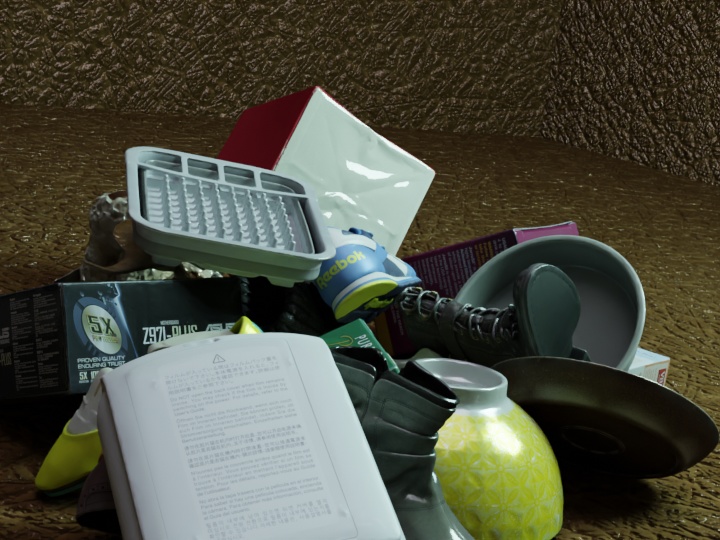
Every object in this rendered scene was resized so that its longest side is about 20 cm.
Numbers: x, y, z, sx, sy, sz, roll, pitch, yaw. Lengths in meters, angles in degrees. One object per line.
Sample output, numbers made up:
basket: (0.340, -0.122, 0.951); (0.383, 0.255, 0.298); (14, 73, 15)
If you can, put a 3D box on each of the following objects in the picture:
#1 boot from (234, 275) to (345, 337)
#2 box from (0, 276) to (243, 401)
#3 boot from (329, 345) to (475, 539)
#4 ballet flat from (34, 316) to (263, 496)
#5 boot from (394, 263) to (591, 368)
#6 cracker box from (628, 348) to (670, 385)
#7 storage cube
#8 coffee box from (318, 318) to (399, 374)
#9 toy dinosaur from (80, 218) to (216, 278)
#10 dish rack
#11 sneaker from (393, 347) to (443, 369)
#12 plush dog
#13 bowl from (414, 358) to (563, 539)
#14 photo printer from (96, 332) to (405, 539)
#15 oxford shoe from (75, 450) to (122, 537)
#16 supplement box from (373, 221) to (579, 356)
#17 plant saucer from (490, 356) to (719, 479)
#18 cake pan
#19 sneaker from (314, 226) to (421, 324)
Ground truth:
boot: (-0.070, 0.033, 1.344); (0.158, 0.079, 0.211); (39, 0, -38)
box: (-0.215, 0.058, 1.179); (0.164, 0.086, 0.200); (-2, -5, -38)
boot: (0.039, 0.139, 0.969); (0.200, 0.131, 0.068); (28, 18, 25)
ballet flat: (-0.155, 0.092, 1.051); (0.200, 0.067, 0.067); (-25, 20, -8)
boot: (0.104, 0.049, 1.241); (0.174, 0.200, 0.069); (19, 59, 31)
cracker box: (0.202, 0.107, 1.447); (0.134, 0.058, 0.200); (18, 17, 39)
storage cube: (-0.060, -0.068, 1.531); (0.171, 0.200, 0.180); (34, -19, -23)
coffee box: (-0.068, 0.109, 1.084); (0.200, 0.044, 0.123); (-24, 19, -7)
toy dinosaur: (-0.173, -0.017, 1.258); (0.101, 0.058, 0.200); (21, 30, 4)
dish rack: (-0.116, -0.043, 1.206); (0.171, 0.044, 0.200); (11, 20, -14)
sneaker: (-0.017, 0.107, 1.249); (0.200, 0.081, 0.076); (0, 16, -28)
plush dog: (-0.181, 0.035, 1.377); (0.172, 0.161, 0.200); (30, -4, 27)
bowl: (0.069, 0.131, 1.127); (0.200, 0.108, 0.200); (8, 12, -2)
photo printer: (-0.076, 0.125, 0.909); (0.166, 0.070, 0.200); (-10, 47, -16)
oxford shoe: (-0.093, 0.178, 0.956); (0.200, 0.071, 0.073); (18, 47, 11)
supplement box: (0.125, 0.021, 1.524); (0.200, 0.103, 0.131); (-15, -5, 38)
plant saucer: (0.195, 0.130, 1.195); (0.200, 0.032, 0.200); (17, -22, 7)
cake pan: (0.174, 0.059, 1.344); (0.200, 0.200, 0.037); (18, -22, 38)
sneaker: (0.000, 0.000, 1.310); (0.082, 0.074, 0.200); (52, 4, 10)
